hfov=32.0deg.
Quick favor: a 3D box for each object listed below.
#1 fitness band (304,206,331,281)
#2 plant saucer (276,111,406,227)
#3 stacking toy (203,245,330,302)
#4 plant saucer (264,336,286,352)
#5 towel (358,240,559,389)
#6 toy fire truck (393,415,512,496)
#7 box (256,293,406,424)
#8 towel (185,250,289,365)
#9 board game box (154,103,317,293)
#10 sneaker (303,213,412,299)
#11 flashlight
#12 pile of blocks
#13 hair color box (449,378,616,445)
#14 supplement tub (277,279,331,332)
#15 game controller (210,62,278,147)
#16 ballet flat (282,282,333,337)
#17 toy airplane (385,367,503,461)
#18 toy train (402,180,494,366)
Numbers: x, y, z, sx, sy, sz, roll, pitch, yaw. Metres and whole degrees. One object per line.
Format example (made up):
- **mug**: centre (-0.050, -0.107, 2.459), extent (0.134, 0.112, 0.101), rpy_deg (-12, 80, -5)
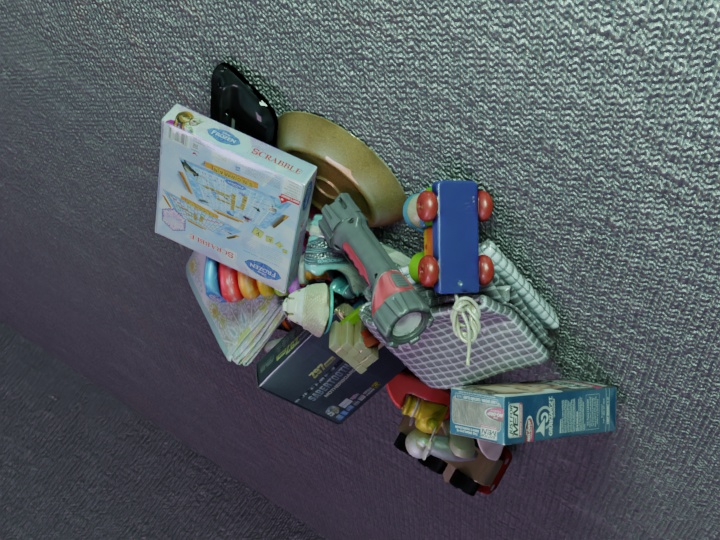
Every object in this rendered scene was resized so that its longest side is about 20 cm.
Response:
- **fitness band**: centre (-0.035, -0.024, 1.755), extent (0.199, 0.038, 0.144), rpy_deg (32, 162, 14)
- **plant saucer**: centre (-0.033, -0.114, 1.557), extent (0.199, 0.036, 0.201), rpy_deg (32, 159, 14)
- **stacking toy**: centre (-0.107, -0.005, 1.709), extent (0.198, 0.111, 0.116), rpy_deg (5, 169, 12)
- **plant saucer**: centre (-0.044, 0.124, 1.889), extent (0.198, 0.051, 0.200), rpy_deg (-8, 171, -1)
- **towel**: centre (0.119, 0.064, 1.518), extent (0.199, 0.086, 0.166), rpy_deg (-15, 134, 35)
- **toy fire truck**: centre (0.163, 0.303, 2.043), extent (0.175, 0.129, 0.200), rpy_deg (29, -177, 30)
- **box**: centre (-0.029, 0.122, 1.783), extent (0.157, 0.051, 0.200), rpy_deg (30, 121, -31)
- **towel**: centre (-0.180, 0.017, 1.864), extent (0.171, 0.048, 0.201), rpy_deg (-49, 60, 39)
- **board game box**: centre (-0.161, -0.088, 1.586), extent (0.199, 0.041, 0.200), rpy_deg (25, 138, 9)
- **sneaker**: centre (0.000, 0.000, 1.626), extent (0.199, 0.087, 0.077), rpy_deg (27, 171, -37)
- **flashlight**: centre (0.012, 0.001, 1.474), extent (0.200, 0.067, 0.068), rpy_deg (54, 177, 39)
- **pile of blocks**: centre (0.020, 0.059, 1.626), extent (0.062, 0.200, 0.082), rpy_deg (-38, 92, 24)
- **hair color box**: centre (0.217, 0.173, 1.568), extent (0.199, 0.061, 0.100), rpy_deg (-1, -178, -38)
- **supplement tub**: centre (-0.104, 0.039, 1.893), extent (0.199, 0.107, 0.107), rpy_deg (11, 148, 49)
- **game controller**: centre (-0.147, -0.183, 1.580), extent (0.104, 0.042, 0.200), rpy_deg (37, 160, 7)
- **ballet flat**: centre (-0.069, 0.052, 1.610), extent (0.062, 0.068, 0.200), rpy_deg (3, 175, -4)
- **toy airplane**: centre (0.128, 0.225, 1.860), extent (0.199, 0.141, 0.200), rpy_deg (43, -171, 32)
- **toy train**: centre (0.090, 0.004, 1.413), extent (0.084, 0.202, 0.116), rpy_deg (-1, 180, -21)
